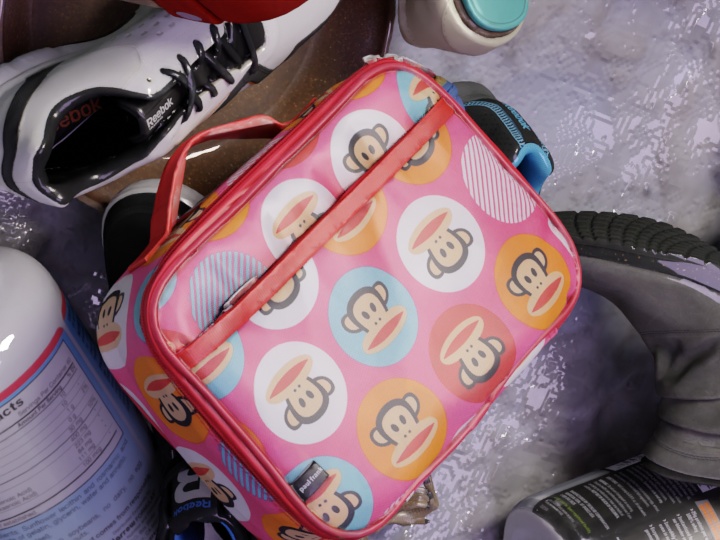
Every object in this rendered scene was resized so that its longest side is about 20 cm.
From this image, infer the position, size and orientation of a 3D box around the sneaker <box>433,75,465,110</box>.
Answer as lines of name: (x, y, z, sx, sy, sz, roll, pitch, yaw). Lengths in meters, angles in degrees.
sneaker: (0.000, 0.000, 1.186, 0.088, 0.075, 0.200, 37, 100, 0)

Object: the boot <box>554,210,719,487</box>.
boot: (0.163, 0.047, 1.260, 0.200, 0.068, 0.131, 13, 106, 7)

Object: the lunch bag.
lunch bag: (-0.015, 0.005, 1.075, 0.176, 0.082, 0.200, 49, 61, -9)

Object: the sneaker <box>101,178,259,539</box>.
sneaker: (-0.070, 0.064, 1.107, 0.073, 0.112, 0.200, -17, 110, 17)

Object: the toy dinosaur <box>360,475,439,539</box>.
toy dinosaur: (-0.006, 0.145, 1.275, 0.101, 0.058, 0.200, -13, 135, 5)

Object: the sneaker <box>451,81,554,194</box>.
sneaker: (0.041, 0.009, 1.223, 0.073, 0.082, 0.200, 0, 111, -32)

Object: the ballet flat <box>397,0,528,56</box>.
ballet flat: (0.036, -0.198, 1.138, 0.069, 0.069, 0.201, -1, 86, -28)

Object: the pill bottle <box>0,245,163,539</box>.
pill bottle: (-0.168, 0.061, 1.115, 0.109, 0.109, 0.200, -36, 122, -11)

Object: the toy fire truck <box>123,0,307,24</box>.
toy fire truck: (-0.013, -0.183, 1.013, 0.129, 0.200, 0.176, 35, 70, -73)

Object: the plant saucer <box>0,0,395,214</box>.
plant saucer: (-0.080, -0.120, 1.132, 0.200, 0.037, 0.201, -11, 114, -25)

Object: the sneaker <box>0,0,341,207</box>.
sneaker: (-0.080, -0.087, 1.078, 0.200, 0.080, 0.074, -35, 121, -13)

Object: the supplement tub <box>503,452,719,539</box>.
supplement tub: (0.189, 0.152, 1.338, 0.200, 0.123, 0.123, -18, 118, -21)
